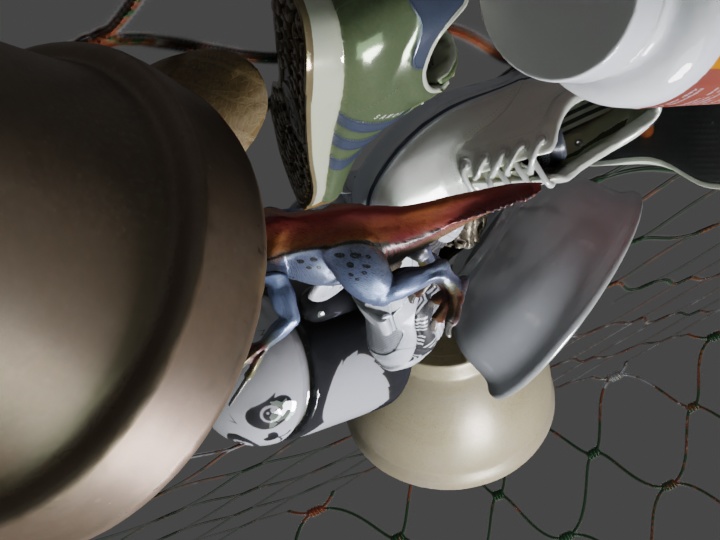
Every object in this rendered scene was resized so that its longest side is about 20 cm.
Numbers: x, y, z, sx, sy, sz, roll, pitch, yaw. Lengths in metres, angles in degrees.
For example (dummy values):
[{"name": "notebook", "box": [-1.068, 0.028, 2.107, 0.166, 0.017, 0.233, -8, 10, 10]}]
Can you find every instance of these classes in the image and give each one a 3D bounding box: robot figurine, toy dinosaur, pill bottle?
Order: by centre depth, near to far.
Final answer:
[{"name": "pill bottle", "box": [0.149, -0.135, 0.677, 0.200, 0.113, 0.112, -11, 161, -48]}, {"name": "toy dinosaur", "box": [-0.031, -0.024, 0.801, 0.181, 0.105, 0.200, 22, 116, -23]}, {"name": "robot figurine", "box": [-0.039, 0.064, 1.086, 0.200, 0.151, 0.125, -14, -159, -39]}]

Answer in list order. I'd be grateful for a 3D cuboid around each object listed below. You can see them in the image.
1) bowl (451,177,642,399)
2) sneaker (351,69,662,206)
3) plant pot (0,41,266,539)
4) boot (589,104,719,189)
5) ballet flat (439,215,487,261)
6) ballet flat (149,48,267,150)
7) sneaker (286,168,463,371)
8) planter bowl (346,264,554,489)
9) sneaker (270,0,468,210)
[{"name": "bowl", "box": [0.131, -0.003, 1.129, 0.201, 0.090, 0.201, -55, -175, 7]}, {"name": "sneaker", "box": [0.089, -0.077, 0.847, 0.200, 0.071, 0.073, -31, 128, -6]}, {"name": "plant pot", "box": [-0.159, -0.015, 0.494, 0.200, 0.201, 0.175, -29, 148, 18]}, {"name": "boot", "box": [0.252, -0.107, 0.943, 0.144, 0.073, 0.200, -17, -161, -33]}, {"name": "ballet flat", "box": [0.056, -0.012, 1.136, 0.067, 0.046, 0.200, -18, 165, -24]}, {"name": "ballet flat", "box": [-0.135, -0.038, 0.638, 0.199, 0.068, 0.072, -23, -170, 13]}, {"name": "sneaker", "box": [0.000, 0.000, 0.952, 0.115, 0.075, 0.200, -13, 139, -23]}, {"name": "planter bowl", "box": [0.079, 0.081, 1.284, 0.200, 0.200, 0.135, -22, 141, -12]}, {"name": "sneaker", "box": [0.006, -0.090, 0.690, 0.090, 0.067, 0.200, -18, 164, -9]}]
